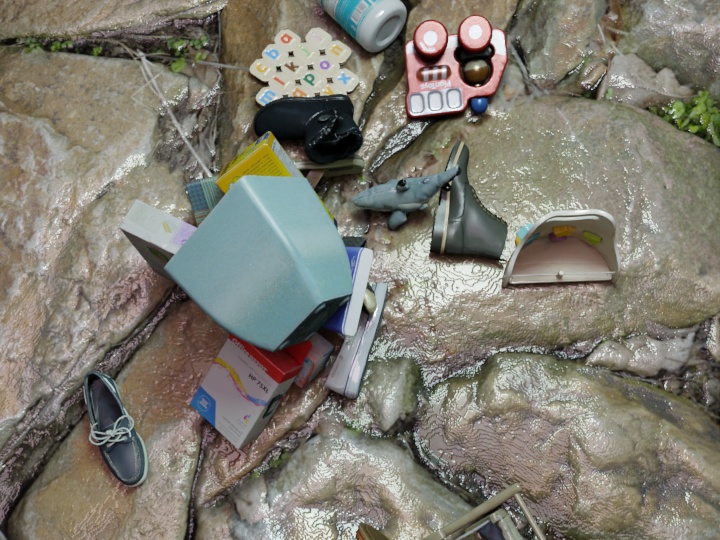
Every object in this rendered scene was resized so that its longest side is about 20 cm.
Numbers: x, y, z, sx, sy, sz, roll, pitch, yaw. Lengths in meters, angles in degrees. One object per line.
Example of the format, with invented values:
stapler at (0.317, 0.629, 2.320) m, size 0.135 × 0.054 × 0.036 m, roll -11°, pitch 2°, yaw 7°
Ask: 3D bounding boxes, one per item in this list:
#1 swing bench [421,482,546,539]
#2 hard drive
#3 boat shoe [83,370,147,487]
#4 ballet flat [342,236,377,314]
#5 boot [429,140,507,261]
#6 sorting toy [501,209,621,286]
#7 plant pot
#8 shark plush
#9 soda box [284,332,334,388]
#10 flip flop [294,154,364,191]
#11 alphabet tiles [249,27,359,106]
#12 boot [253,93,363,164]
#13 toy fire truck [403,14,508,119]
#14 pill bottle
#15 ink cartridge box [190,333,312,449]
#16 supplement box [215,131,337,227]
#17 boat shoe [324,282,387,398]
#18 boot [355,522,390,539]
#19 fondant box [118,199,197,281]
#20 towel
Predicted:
swing bench at (0.194, 0.455, 1.187) m, size 0.198 × 0.130 × 0.201 m, roll -29°, pitch 72°, yaw -6°
hard drive at (-0.044, 0.028, 1.311) m, size 0.025 × 0.199 × 0.134 m, roll 14°, pitch 87°, yaw -24°
boat shoe at (-0.407, 0.258, 1.329) m, size 0.074 × 0.062 × 0.203 m, roll -20°, pitch 71°, yaw -6°
ballet flat at (0.000, 0.000, 1.354) m, size 0.056 × 0.067 × 0.201 m, roll -18°, pitch 38°, yaw -1°
boot at (0.205, -0.118, 1.426) m, size 0.136 × 0.077 × 0.204 m, roll 11°, pitch 85°, yaw 3°
sorting toy at (0.338, -0.052, 1.330) m, size 0.196 × 0.180 × 0.109 m, roll -2°, pitch 70°, yaw 2°
plant pot at (-0.126, 0.002, 1.194) m, size 0.196 × 0.195 × 0.201 m, roll -45°, pitch 76°, yaw 21°
shark plush at (0.085, -0.131, 1.389) m, size 0.198 × 0.083 × 0.093 m, roll -3°, pitch 73°, yaw 39°
soda box at (-0.143, 0.103, 1.352) m, size 0.199 × 0.064 × 0.068 m, roll 38°, pitch 33°, yaw 15°
flip flop at (-0.086, -0.164, 1.459) m, size 0.196 × 0.081 × 0.059 m, roll -10°, pitch 84°, yaw -6°
alphabet tiles at (-0.109, -0.376, 1.560) m, size 0.194 × 0.015 × 0.201 m, roll 34°, pitch 76°, yaw 11°
boot at (-0.097, -0.249, 1.438) m, size 0.196 × 0.077 × 0.169 m, roll -10°, pitch 33°, yaw 1°
toy fire truck at (0.176, -0.374, 1.505) m, size 0.196 × 0.112 × 0.171 m, roll -5°, pitch 94°, yaw 2°
pill bottle at (-0.011, -0.524, 1.556) m, size 0.110 × 0.111 × 0.200 m, roll -39°, pitch 73°, yaw -10°
ink cartridge box at (-0.174, 0.167, 1.295) m, size 0.116 × 0.067 × 0.202 m, roll 37°, pitch 109°, yaw 16°
supplement box at (-0.137, -0.113, 1.356) m, size 0.109 × 0.109 × 0.201 m, roll -34°, pitch 107°, yaw 9°
boat shoe at (-0.008, 0.109, 1.350) m, size 0.066 × 0.074 × 0.203 m, roll 16°, pitch 73°, yaw 6°
boot at (0.016, 0.502, 1.215) m, size 0.156 × 0.076 × 0.200 m, roll -48°, pitch 60°, yaw 13°
fondant box at (-0.302, -0.027, 1.351) m, size 0.142 × 0.200 × 0.059 m, roll 25°, pitch 73°, yaw 11°
towel at (-0.194, -0.107, 1.424) m, size 0.196 × 0.022 × 0.149 m, roll -12°, pitch 109°, yaw 1°
